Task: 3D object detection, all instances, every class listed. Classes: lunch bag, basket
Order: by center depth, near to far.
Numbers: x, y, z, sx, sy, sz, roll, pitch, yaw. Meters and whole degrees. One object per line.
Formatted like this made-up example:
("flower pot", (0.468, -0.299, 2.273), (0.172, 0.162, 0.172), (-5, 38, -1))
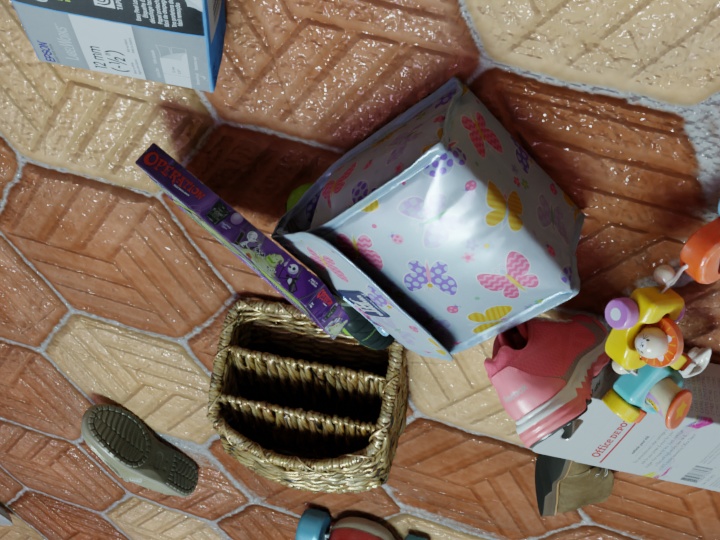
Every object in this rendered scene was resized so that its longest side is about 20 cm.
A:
("lunch bag", (0.050, -0.020, 0.745), (0.200, 0.127, 0.170), (-29, 118, 37))
("basket", (-0.059, 0.136, 0.982), (0.199, 0.143, 0.149), (11, 141, 14))

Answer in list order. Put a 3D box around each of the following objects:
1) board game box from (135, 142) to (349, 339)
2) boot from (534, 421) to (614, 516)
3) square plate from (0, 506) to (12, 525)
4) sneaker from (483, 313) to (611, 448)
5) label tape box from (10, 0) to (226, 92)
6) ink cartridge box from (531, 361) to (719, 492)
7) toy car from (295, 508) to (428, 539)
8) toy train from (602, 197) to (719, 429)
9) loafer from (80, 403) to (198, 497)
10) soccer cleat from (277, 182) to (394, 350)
("board game box", (-0.099, -0.023, 0.810), (0.200, 0.032, 0.120), (39, 169, 17))
("boot", (0.229, 0.194, 0.983), (0.075, 0.074, 0.200), (-4, 142, 2))
("square plate", (-0.774, 0.415, 1.762), (0.200, 0.028, 0.198), (-8, 133, 34))
("sneaker", (0.156, 0.064, 0.775), (0.074, 0.200, 0.087), (-40, 89, 27))
("label tape box", (-0.197, -0.196, 0.652), (0.199, 0.066, 0.143), (8, 166, -5))
("ink cartridge box", (0.267, 0.132, 0.848), (0.199, 0.068, 0.115), (12, 142, -5))
("toy car", (-0.015, 0.463, 1.299), (0.184, 0.200, 0.177), (11, 141, 15))
("toy train", (0.254, 0.045, 0.709), (0.056, 0.150, 0.200), (47, 155, 41))
("loafer", (-0.319, 0.261, 1.314), (0.068, 0.076, 0.200), (-24, 124, 36))
("soccer cleat", (0.000, 0.000, 0.860), (0.081, 0.068, 0.200), (-14, 130, 21))
